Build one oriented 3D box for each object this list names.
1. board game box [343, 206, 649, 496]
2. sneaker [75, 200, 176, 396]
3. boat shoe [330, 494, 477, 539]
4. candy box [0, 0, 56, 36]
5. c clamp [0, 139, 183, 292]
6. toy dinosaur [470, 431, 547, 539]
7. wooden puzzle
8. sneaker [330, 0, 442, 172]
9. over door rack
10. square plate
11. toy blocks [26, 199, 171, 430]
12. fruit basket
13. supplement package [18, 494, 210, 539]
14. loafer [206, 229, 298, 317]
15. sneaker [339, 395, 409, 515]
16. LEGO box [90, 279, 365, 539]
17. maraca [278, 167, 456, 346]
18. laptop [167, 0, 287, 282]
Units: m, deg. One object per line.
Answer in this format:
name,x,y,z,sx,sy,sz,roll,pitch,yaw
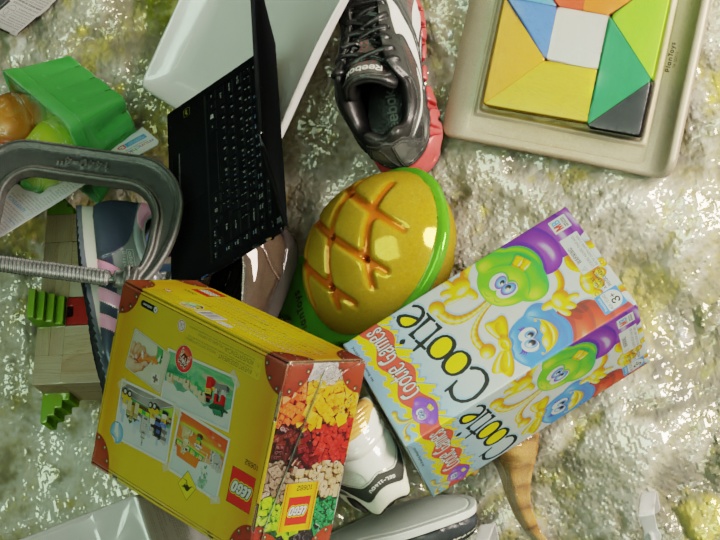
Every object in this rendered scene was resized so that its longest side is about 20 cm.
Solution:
board game box,0.105,0.063,1.366,0.199,0.103,0.105,-32,59,-3
sneaker,-0.178,0.038,1.441,0.081,0.070,0.202,-8,78,-12
boat shoe,0.005,0.234,1.444,0.198,0.076,0.061,-18,99,11
candy box,-0.281,-0.325,1.594,0.200,0.061,0.137,-38,74,12
c clamp,-0.240,-0.022,1.413,0.198,0.027,0.172,2,68,1
toy dinosaur,0.117,0.142,1.416,0.105,0.060,0.202,-2,85,17
wooden puzzle,0.172,-0.182,1.437,0.198,0.037,0.187,12,90,20
sneaker,0.015,-0.176,1.460,0.070,0.098,0.202,-14,80,19
over door rack,0.172,0.283,1.367,0.147,0.067,0.202,-12,92,17
square plate,-0.085,-0.208,1.498,0.198,0.028,0.201,34,101,44
toy blocks,-0.199,0.029,1.518,0.135,0.100,0.202,-3,69,11
fruit basket,-0.291,-0.089,1.517,0.200,0.094,0.185,-38,43,-15
supplement package,-0.168,0.248,1.431,0.119,0.200,0.122,-23,79,15
loafer,-0.115,0.053,1.437,0.073,0.071,0.202,5,76,45
sneaker,-0.008,0.148,1.396,0.075,0.200,0.088,-33,93,-4
LEGO box,-0.102,0.106,1.322,0.199,0.077,0.150,23,106,43
maraca,0.000,0.000,1.447,0.200,0.107,0.138,-39,44,31
laptop,-0.114,-0.110,1.390,0.199,0.103,0.179,-29,52,34
